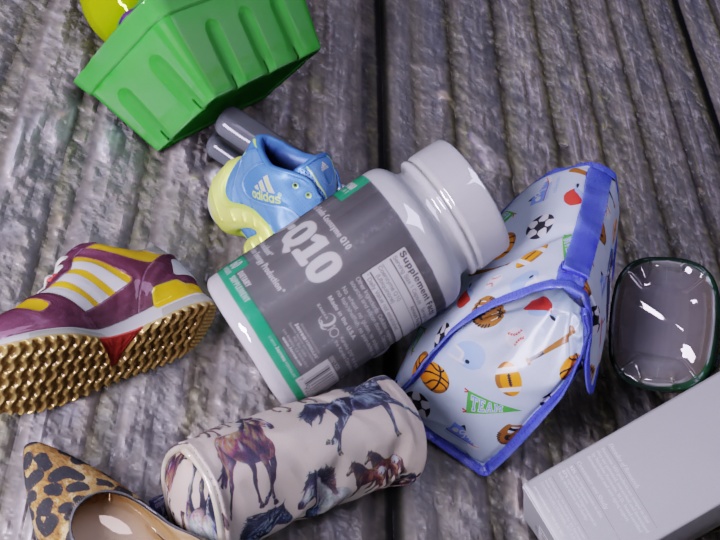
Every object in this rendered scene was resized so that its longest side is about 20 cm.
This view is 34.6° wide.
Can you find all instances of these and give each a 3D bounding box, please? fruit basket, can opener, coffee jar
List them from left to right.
[{"bbox_3d":[-0.163,-0.226,0.996,0.214,0.155,0.218,23,52,-33],"label":"fruit basket"},{"bbox_3d":[-0.045,-0.062,0.974,0.199,0.053,0.067,37,41,3],"label":"can opener"},{"bbox_3d":[0.263,0.051,0.976,0.084,0.106,0.200,5,-4,19],"label":"coffee jar"}]

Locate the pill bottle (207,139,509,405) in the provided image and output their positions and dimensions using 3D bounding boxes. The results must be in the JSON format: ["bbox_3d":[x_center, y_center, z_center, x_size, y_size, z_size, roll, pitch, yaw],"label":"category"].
[{"bbox_3d":[0.000,0.000,0.827,0.199,0.113,0.114,-34,68,-7],"label":"pill bottle"}]

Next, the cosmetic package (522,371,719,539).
[{"bbox_3d":[0.222,0.151,0.832,0.199,0.107,0.091,-31,64,-6],"label":"cosmetic package"}]

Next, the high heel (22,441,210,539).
[{"bbox_3d":[-0.115,0.145,0.658,0.200,0.143,0.071,46,42,13],"label":"high heel"}]

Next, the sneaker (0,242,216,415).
[{"bbox_3d":[-0.196,0.031,0.777,0.199,0.075,0.090,-12,50,-48],"label":"sneaker"}]

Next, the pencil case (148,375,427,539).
[{"bbox_3d":[-0.040,0.132,0.772,0.199,0.090,0.077,-14,33,-42],"label":"pencil case"}]

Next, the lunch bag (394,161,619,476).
[{"bbox_3d":[0.127,0.030,0.888,0.123,0.201,0.171,31,40,-4],"label":"lunch bag"}]

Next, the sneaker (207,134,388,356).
[{"bbox_3d":[-0.038,-0.025,0.902,0.200,0.105,0.076,44,41,11],"label":"sneaker"}]

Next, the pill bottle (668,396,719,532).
[{"bbox_3d":[0.346,0.163,0.974,0.198,0.112,0.113,6,48,-29],"label":"pill bottle"}]
